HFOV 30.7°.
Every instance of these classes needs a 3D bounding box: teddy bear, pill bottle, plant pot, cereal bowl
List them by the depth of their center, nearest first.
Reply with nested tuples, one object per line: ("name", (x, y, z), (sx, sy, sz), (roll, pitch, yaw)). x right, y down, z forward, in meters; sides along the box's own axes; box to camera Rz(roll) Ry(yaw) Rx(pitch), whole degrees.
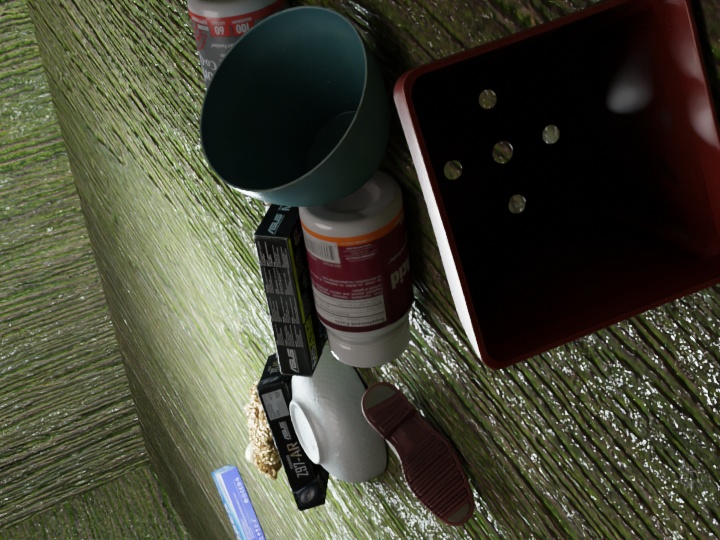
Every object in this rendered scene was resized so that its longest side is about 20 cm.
("plant pot", (0.125, -0.075, 0.922), (0.176, 0.197, 0.203), (-142, 33, -74))
("plant pot", (-0.047, -0.148, 1.343), (0.134, 0.200, 0.201), (35, -165, -53))
("pill bottle", (0.000, 0.000, 1.445), (0.114, 0.113, 0.202), (46, 152, 47))
("pill bottle", (-0.127, -0.237, 1.527), (0.116, 0.115, 0.202), (42, 149, 51))
("cereal bowl", (-0.044, 0.211, 1.851), (0.201, 0.082, 0.202), (53, 156, 37))
("teddy bear", (-0.174, 0.285, 2.313), (0.146, 0.066, 0.201), (63, 160, 22))

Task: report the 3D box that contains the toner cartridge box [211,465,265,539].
("toner cartridge box", (-0.261, 0.527, 2.860), (0.203, 0.043, 0.095), (68, 160, -1))

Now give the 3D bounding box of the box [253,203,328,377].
("box", (-0.059, -0.015, 1.518), (0.047, 0.194, 0.202), (6, 130, 18))

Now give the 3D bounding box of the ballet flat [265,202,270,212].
("ballet flat", (-0.092, -0.031, 1.743), (0.202, 0.062, 0.068), (63, 160, 15))

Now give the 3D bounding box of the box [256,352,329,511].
("box", (-0.098, 0.238, 1.990), (0.160, 0.043, 0.203), (-82, -25, -75))

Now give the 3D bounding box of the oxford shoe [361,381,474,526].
("oxford shoe", (0.079, 0.221, 1.582), (0.201, 0.070, 0.075), (57, -175, 26))
